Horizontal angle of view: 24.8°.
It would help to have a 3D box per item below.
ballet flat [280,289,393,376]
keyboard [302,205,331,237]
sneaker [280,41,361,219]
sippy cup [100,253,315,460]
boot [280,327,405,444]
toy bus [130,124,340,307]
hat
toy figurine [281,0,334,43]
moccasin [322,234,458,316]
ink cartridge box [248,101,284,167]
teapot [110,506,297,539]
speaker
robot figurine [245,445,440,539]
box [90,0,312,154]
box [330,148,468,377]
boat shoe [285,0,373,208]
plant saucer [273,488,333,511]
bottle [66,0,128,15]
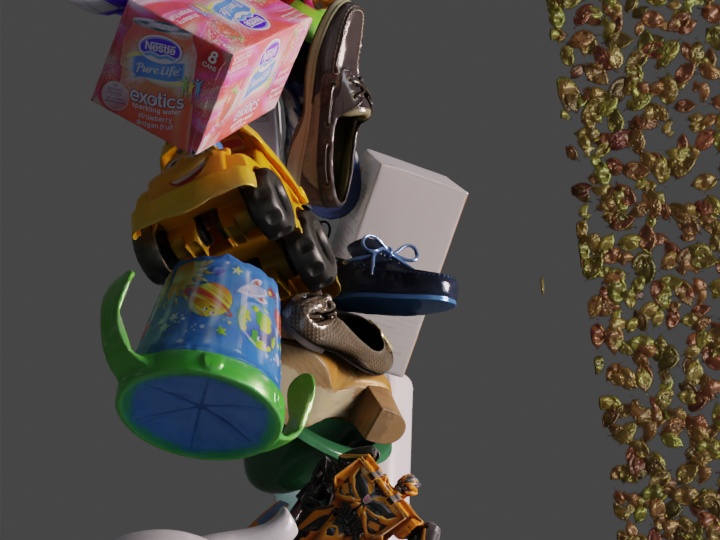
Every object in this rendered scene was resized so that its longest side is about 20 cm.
[{"bbox_3d":[-0.013,0.051,1.455,0.067,0.046,0.200,42,7,27],"label":"ballet flat"},{"bbox_3d":[-0.051,-0.037,1.701,0.104,0.039,0.201,90,1,-69],"label":"keyboard"},{"bbox_3d":[-0.051,-0.151,1.630,0.088,0.075,0.201,59,17,-76],"label":"sneaker"},{"bbox_3d":[-0.120,0.064,1.318,0.178,0.139,0.131,70,22,-51],"label":"sippy cup"},{"bbox_3d":[-0.056,0.086,1.499,0.201,0.071,0.144,27,12,-32],"label":"boot"},{"bbox_3d":[-0.116,-0.067,1.431,0.200,0.135,0.193,51,22,-54],"label":"toy bus"},{"bbox_3d":[-0.085,0.196,1.547,0.177,0.165,0.200,-58,169,17],"label":"hat"},{"bbox_3d":[-0.041,-0.319,1.532,0.199,0.184,0.151,27,45,-30],"label":"toy figurine"},{"bbox_3d":[0.000,0.000,1.486,0.080,0.199,0.069,29,69,-54],"label":"moccasin"},{"bbox_3d":[-0.097,-0.099,1.627,0.174,0.043,0.201,98,-12,-77],"label":"ink cartridge box"},{"bbox_3d":[-0.122,0.286,1.215,0.197,0.145,0.201,11,73,-71],"label":"teapot"},{"bbox_3d":[0.012,0.204,1.658,0.081,0.081,0.201,55,32,-55],"label":"speaker"},{"bbox_3d":[-0.030,0.241,1.401,0.145,0.200,0.058,49,-1,29],"label":"robot figurine"},{"bbox_3d":[-0.128,-0.178,1.369,0.095,0.102,0.200,-64,172,23],"label":"box"},{"bbox_3d":[0.023,-0.010,1.676,0.124,0.097,0.201,-124,-128,-77],"label":"box"},{"bbox_3d":[-0.018,-0.157,1.557,0.073,0.065,0.201,-4,107,-63],"label":"boat shoe"},{"bbox_3d":[-0.047,0.174,1.676,0.200,0.036,0.201,-8,90,-72],"label":"plant saucer"},{"bbox_3d":[-0.207,-0.247,1.300,0.200,0.065,0.084,13,68,-72],"label":"bottle"}]
